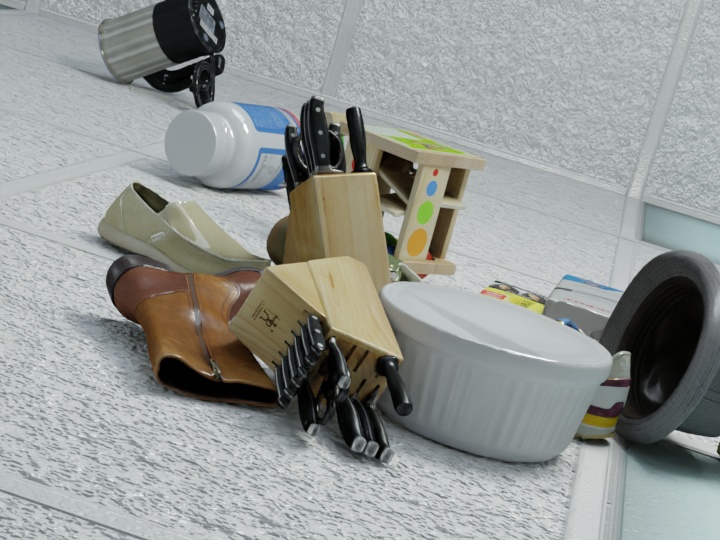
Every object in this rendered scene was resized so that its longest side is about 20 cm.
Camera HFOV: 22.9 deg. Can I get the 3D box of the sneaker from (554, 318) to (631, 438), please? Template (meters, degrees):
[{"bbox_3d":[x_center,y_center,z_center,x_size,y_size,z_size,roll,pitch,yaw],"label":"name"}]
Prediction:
[{"bbox_3d":[0.156,0.077,1.598,0.199,0.091,0.075,23,13,31],"label":"sneaker"}]

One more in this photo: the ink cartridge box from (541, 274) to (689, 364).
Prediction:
[{"bbox_3d":[0.253,0.073,1.782,0.144,0.085,0.200,18,10,10],"label":"ink cartridge box"}]

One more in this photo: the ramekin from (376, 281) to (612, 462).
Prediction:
[{"bbox_3d":[0.099,0.085,1.464,0.201,0.095,0.202,16,11,-3],"label":"ramekin"}]

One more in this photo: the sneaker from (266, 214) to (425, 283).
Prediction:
[{"bbox_3d":[0.000,0.000,1.764,0.090,0.067,0.200,26,0,40],"label":"sneaker"}]

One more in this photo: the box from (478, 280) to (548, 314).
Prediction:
[{"bbox_3d":[0.147,0.054,1.812,0.075,0.050,0.200,19,11,11],"label":"box"}]

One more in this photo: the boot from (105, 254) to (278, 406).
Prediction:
[{"bbox_3d":[-0.099,0.051,1.428,0.188,0.069,0.200,20,12,-28],"label":"boot"}]

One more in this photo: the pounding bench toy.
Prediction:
[{"bbox_3d":[0.015,-0.085,2.038,0.200,0.157,0.124,25,15,39],"label":"pounding bench toy"}]

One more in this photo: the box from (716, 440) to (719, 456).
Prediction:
[{"bbox_3d":[0.446,0.157,1.543,0.199,0.123,0.193,15,10,-9],"label":"box"}]

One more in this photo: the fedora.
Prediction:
[{"bbox_3d":[0.297,0.081,1.596,0.090,0.177,0.200,25,9,-17],"label":"fedora"}]

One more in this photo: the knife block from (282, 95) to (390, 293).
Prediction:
[{"bbox_3d":[-0.018,-0.053,1.624,0.064,0.176,0.200,-5,35,-20],"label":"knife block"}]

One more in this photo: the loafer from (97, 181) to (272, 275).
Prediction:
[{"bbox_3d":[-0.169,-0.033,1.735,0.199,0.069,0.076,21,11,21],"label":"loafer"}]

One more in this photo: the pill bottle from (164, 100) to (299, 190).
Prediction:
[{"bbox_3d":[-0.161,-0.161,2.285,0.112,0.113,0.200,22,11,29],"label":"pill bottle"}]

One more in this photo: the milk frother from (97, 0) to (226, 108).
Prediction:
[{"bbox_3d":[-0.329,-0.348,2.974,0.187,0.181,0.200,-16,30,24],"label":"milk frother"}]

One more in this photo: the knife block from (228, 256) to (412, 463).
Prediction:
[{"bbox_3d":[-0.006,0.070,1.377,0.175,0.064,0.200,41,20,18],"label":"knife block"}]
